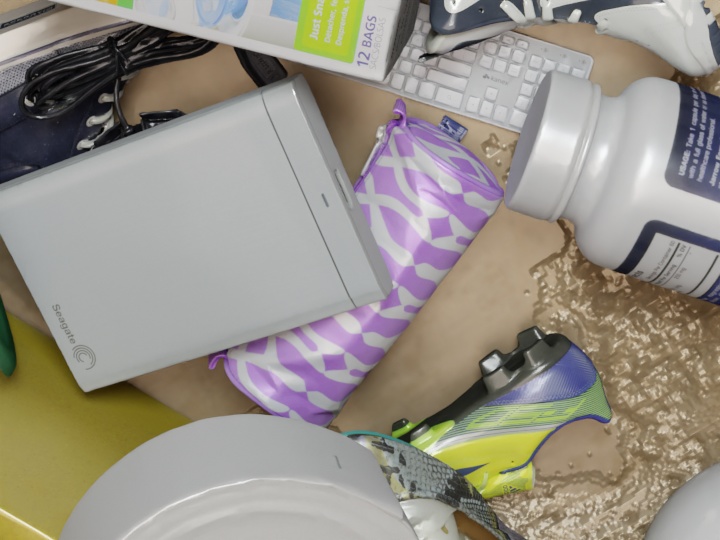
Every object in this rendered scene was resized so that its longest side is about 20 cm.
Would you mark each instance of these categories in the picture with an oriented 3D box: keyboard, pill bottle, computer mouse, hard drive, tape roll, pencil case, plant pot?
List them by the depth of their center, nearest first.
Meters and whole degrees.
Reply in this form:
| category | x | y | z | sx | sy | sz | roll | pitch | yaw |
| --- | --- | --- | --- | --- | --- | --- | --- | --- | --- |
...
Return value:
| category | x | y | z | sx | sy | sz | roll | pitch | yaw |
| --- | --- | --- | --- | --- | --- | --- | --- | --- | --- |
| tape roll | -0.060 | 0.178 | 0.828 | 0.202 | 0.071 | 0.203 | -5 | 113 | -13 |
| pill bottle | 0.187 | -0.043 | 0.884 | 0.199 | 0.111 | 0.111 | 18 | 103 | -3 |
| hard drive | -0.098 | -0.017 | 0.889 | 0.199 | 0.027 | 0.132 | -18 | 108 | 20 |
| computer mouse | -0.091 | -0.069 | 0.924 | 0.140 | 0.046 | 0.200 | -25 | 121 | 13 |
| pencil case | 0.000 | 0.000 | 0.929 | 0.085 | 0.084 | 0.200 | 32 | 103 | -17 |
| plant pot | -0.213 | 0.166 | 0.936 | 0.200 | 0.176 | 0.200 | 31 | 102 | -2 |
| keyboard | 0.035 | -0.130 | 0.938 | 0.199 | 0.011 | 0.056 | 18 | 103 | 2 |

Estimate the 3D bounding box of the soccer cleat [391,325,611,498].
| category | x | y | z | sx | sy | sz | roll | pitch | yaw |
| --- | --- | --- | --- | --- | --- | --- | --- | --- | --- |
| soccer cleat | 0.062 | 0.117 | 0.959 | 0.200 | 0.065 | 0.084 | -37 | 102 | 11 |

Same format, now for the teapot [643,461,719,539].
| category | x | y | z | sx | sy | sz | roll | pitch | yaw |
| --- | --- | --- | --- | --- | --- | --- | --- | --- | --- |
| teapot | 0.250 | 0.206 | 0.918 | 0.200 | 0.146 | 0.198 | -38 | 96 | 12 |

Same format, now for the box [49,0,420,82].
| category | x | y | z | sx | sy | sz | roll | pitch | yaw |
| --- | --- | --- | --- | --- | --- | --- | --- | --- | --- |
| box | -0.065 | -0.184 | 0.812 | 0.199 | 0.101 | 0.113 | 15 | 115 | 5 |

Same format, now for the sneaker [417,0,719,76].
| category | x | y | z | sx | sy | sz | roll | pitch | yaw |
| --- | --- | --- | --- | --- | --- | --- | --- | --- | --- |
| sneaker | 0.097 | -0.147 | 0.889 | 0.199 | 0.079 | 0.130 | 41 | 98 | -3 |

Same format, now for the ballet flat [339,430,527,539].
| category | x | y | z | sx | sy | sz | roll | pitch | yaw |
| --- | --- | --- | --- | --- | --- | --- | --- | --- | --- |
| ballet flat | 0.052 | 0.162 | 0.921 | 0.072 | 0.072 | 0.200 | -41 | 127 | 11 |

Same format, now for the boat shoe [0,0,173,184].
| category | x | y | z | sx | sy | sz | roll | pitch | yaw |
| --- | --- | --- | --- | --- | --- | --- | --- | --- | --- |
| boat shoe | -0.158 | -0.117 | 0.935 | 0.199 | 0.075 | 0.093 | -17 | 115 | 9 |

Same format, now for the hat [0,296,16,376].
| category | x | y | z | sx | sy | sz | roll | pitch | yaw |
| --- | --- | --- | --- | --- | --- | --- | --- | --- | --- |
| hat | -0.311 | -0.002 | 0.899 | 0.176 | 0.166 | 0.200 | -21 | 64 | -8 |
